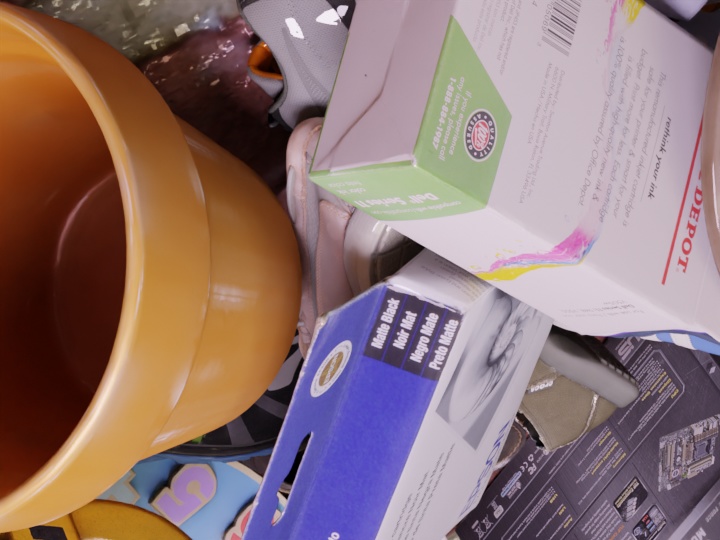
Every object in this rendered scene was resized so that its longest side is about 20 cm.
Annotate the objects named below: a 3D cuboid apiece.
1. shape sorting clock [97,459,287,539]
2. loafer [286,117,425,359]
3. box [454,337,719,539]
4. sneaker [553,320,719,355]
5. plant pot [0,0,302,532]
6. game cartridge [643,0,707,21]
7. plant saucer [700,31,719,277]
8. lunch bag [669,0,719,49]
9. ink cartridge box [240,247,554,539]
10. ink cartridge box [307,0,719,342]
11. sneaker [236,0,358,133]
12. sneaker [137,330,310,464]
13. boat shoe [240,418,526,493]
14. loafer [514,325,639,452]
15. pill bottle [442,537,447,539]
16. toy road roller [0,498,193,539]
[{"bbox_3d":[-0.104,0.181,1.226,0.199,0.201,0.039,-23,-178,-13],"label":"shape sorting clock"},{"bbox_3d":[0.000,0.000,1.113,0.072,0.063,0.200,-44,159,-23],"label":"loafer"},{"bbox_3d":[0.154,0.130,1.366,0.048,0.159,0.200,9,126,-42],"label":"box"},{"bbox_3d":[0.172,0.010,1.203,0.146,0.200,0.081,20,85,-31],"label":"sneaker"},{"bbox_3d":[-0.121,0.002,1.010,0.200,0.200,0.183,-47,158,18],"label":"plant pot"},{"bbox_3d":[0.083,-0.189,0.990,0.200,0.041,0.133,33,105,-23],"label":"game cartridge"},{"bbox_3d":[0.208,-0.060,1.047,0.200,0.029,0.201,-11,106,-46],"label":"plant saucer"},{"bbox_3d":[0.150,-0.123,1.107,0.200,0.076,0.160,32,108,-31],"label":"lunch bag"},{"bbox_3d":[0.021,0.066,1.101,0.200,0.041,0.200,-37,153,-51],"label":"ink cartridge box"},{"bbox_3d":[0.084,-0.049,1.017,0.200,0.118,0.067,29,158,-35],"label":"ink cartridge box"},{"bbox_3d":[-0.003,-0.076,1.103,0.079,0.074,0.200,-7,147,7],"label":"sneaker"},{"bbox_3d":[-0.083,0.043,1.165,0.199,0.071,0.083,-9,144,-25],"label":"sneaker"},{"bbox_3d":[0.010,0.090,1.285,0.199,0.073,0.075,6,129,-40],"label":"boat shoe"},{"bbox_3d":[0.059,0.041,1.247,0.200,0.075,0.070,31,102,-40],"label":"loafer"},{"bbox_3d":[-0.050,0.184,1.316,0.199,0.111,0.112,-23,143,-14],"label":"pill bottle"},{"bbox_3d":[-0.150,0.131,1.099,0.145,0.200,0.123,-9,144,-26],"label":"toy road roller"}]
